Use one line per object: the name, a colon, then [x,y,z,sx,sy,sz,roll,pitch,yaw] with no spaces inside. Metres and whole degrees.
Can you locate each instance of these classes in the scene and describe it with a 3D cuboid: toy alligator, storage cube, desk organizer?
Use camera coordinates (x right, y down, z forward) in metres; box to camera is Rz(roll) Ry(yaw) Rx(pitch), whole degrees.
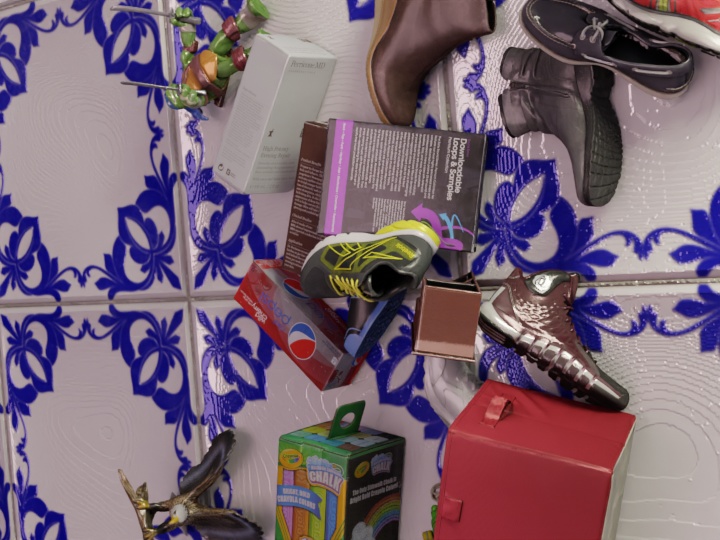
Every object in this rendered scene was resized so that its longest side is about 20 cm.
toy alligator: [0.102,0.307,1.472,0.059,0.201,0.055,-17,122,4]
storage cube: [0.192,0.244,1.349,0.178,0.171,0.202,13,108,18]
desk organizer: [0.099,0.046,1.425,0.071,0.200,0.078,8,97,1]

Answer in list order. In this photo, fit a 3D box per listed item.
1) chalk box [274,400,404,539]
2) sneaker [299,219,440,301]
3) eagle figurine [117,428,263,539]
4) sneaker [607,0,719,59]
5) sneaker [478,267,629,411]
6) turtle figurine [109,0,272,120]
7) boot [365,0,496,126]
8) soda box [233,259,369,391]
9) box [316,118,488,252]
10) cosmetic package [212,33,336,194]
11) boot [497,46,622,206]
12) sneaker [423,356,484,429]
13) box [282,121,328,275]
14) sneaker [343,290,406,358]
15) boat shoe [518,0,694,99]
chalk box: [-0.027,0.268,1.598,0.123,0.124,0.202,8,98,38]
sneaker: [0.000,0.000,1.470,0.199,0.085,0.075,-21,124,34]
eagle figurine: [-0.238,0.341,1.795,0.199,0.151,0.152,-22,124,9]
sneaker: [0.335,-0.289,1.292,0.199,0.077,0.085,31,102,25]
sneaker: [0.240,0.064,1.397,0.199,0.076,0.116,34,76,5]
turtle figurine: [-0.221,-0.299,1.668,0.193,0.144,0.200,-29,119,19]
boot: [0.087,-0.274,1.481,0.165,0.072,0.202,-2,89,41]
soda box: [-0.081,0.071,1.659,0.200,0.063,0.070,45,119,28]
box: [0.051,-0.103,1.496,0.198,0.036,0.144,8,94,14]
cosmetic package: [-0.115,-0.207,1.637,0.074,0.101,0.201,36,117,30]
boot: [0.223,-0.164,1.394,0.131,0.070,0.202,-8,78,40]
sneaker: [0.146,0.166,1.488,0.099,0.078,0.201,-22,89,31]
box: [-0.033,-0.087,1.600,0.100,0.075,0.202,21,109,36]
sneaker: [0.017,0.011,1.568,0.078,0.070,0.201,32,105,21]
boat shoe: [0.263,-0.251,1.305,0.199,0.063,0.073,27,76,10]
